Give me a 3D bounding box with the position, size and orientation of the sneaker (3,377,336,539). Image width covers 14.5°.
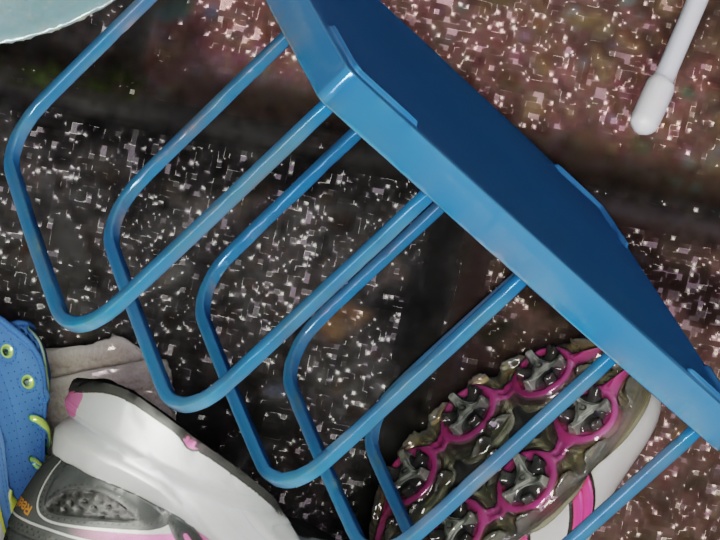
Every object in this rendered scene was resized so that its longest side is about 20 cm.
[{"bbox_3d":[-0.035,0.119,0.909,0.200,0.080,0.087,37,86,-17],"label":"sneaker"}]

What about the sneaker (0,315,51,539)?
[{"bbox_3d":[-0.124,0.074,0.934,0.105,0.076,0.200,-41,82,-15],"label":"sneaker"}]

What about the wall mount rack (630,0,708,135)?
[{"bbox_3d":[0.089,-0.155,0.944,0.199,0.075,0.174,29,109,-9],"label":"wall mount rack"}]

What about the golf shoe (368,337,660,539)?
[{"bbox_3d":[0.041,0.111,1.015,0.200,0.073,0.092,-49,130,6],"label":"golf shoe"}]

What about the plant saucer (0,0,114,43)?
[{"bbox_3d":[-0.136,-0.176,0.940,0.200,0.039,0.202,-1,103,-4],"label":"plant saucer"}]

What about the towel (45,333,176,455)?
[{"bbox_3d":[-0.124,0.124,0.976,0.132,0.034,0.201,-4,77,-2],"label":"towel"}]

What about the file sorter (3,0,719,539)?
[{"bbox_3d":[0.000,0.000,0.913,0.123,0.139,0.200,-43,125,12],"label":"file sorter"}]
